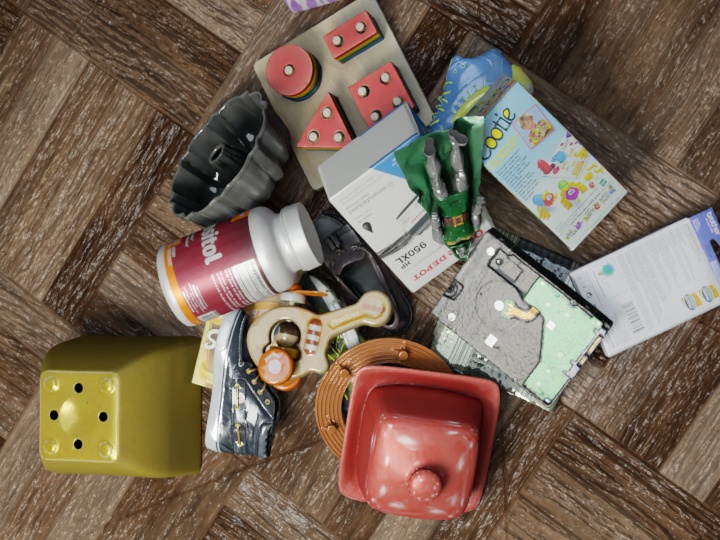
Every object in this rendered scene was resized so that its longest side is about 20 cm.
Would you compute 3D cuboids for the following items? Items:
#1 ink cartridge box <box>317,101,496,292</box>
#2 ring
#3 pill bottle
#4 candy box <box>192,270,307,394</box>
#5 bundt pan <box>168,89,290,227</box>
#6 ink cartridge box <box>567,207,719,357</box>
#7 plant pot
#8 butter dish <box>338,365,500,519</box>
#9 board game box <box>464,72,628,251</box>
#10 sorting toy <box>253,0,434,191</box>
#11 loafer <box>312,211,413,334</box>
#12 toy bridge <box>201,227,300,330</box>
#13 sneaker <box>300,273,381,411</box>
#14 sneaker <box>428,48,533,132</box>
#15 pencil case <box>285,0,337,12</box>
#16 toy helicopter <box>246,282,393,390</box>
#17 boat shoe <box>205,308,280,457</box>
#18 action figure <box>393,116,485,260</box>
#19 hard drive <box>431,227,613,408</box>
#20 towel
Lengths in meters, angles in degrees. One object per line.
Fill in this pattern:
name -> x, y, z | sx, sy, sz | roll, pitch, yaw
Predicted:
ink cartridge box -> 0.063, -0.091, 1.581 | 0.144, 0.200, 0.085 | -35, 37, 12
ring -> 0.038, 0.185, 1.633 | 0.197, 0.019, 0.204 | -1, 109, -2
pill bottle -> -0.154, -0.013, 1.586 | 0.197, 0.113, 0.115 | -21, 84, 9
candy box -> -0.152, 0.073, 1.705 | 0.114, 0.055, 0.203 | 15, 92, 13
bundt pan -> -0.168, -0.139, 1.662 | 0.075, 0.202, 0.203 | 34, 100, -31
ink cartridge box -> 0.380, 0.014, 1.571 | 0.198, 0.042, 0.121 | -26, 88, 8
plant pot -> -0.340, 0.191, 1.678 | 0.192, 0.200, 0.198 | 0, 89, 13
butter dish -> 0.077, 0.243, 1.567 | 0.196, 0.148, 0.203 | 7, 110, -4
board game box -> 0.224, -0.139, 1.555 | 0.200, 0.103, 0.105 | 42, 99, -13
sorting toy -> -0.029, -0.246, 1.673 | 0.197, 0.070, 0.202 | -28, 83, 12
loafer -> 0.000, 0.000, 1.664 | 0.072, 0.063, 0.201 | -40, 80, 10
toy bridge -> -0.145, 0.010, 1.662 | 0.200, 0.027, 0.067 | 44, 96, 9
sneaker -> -0.038, 0.100, 1.663 | 0.084, 0.074, 0.202 | -31, 82, 6
sneaker -> 0.128, -0.219, 1.634 | 0.199, 0.076, 0.106 | -34, 79, 4
pencil case -> -0.018, -0.417, 1.669 | 0.197, 0.084, 0.087 | -14, 51, 11
toy helicopter -> -0.055, 0.066, 1.600 | 0.197, 0.079, 0.134 | -20, 76, 4
boat shoe -> -0.149, 0.149, 1.645 | 0.089, 0.071, 0.204 | 8, 98, 9
action figure -> 0.113, -0.087, 1.508 | 0.116, 0.202, 0.055 | -19, 47, -2
hard drive -> 0.206, 0.060, 1.579 | 0.199, 0.038, 0.141 | 38, 113, 12
towel -> 0.206, 0.063, 1.633 | 0.190, 0.035, 0.203 | 24, 93, 10
